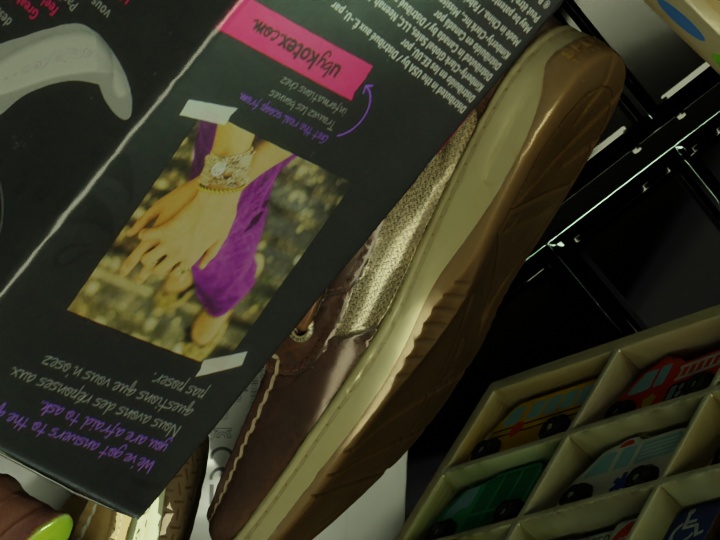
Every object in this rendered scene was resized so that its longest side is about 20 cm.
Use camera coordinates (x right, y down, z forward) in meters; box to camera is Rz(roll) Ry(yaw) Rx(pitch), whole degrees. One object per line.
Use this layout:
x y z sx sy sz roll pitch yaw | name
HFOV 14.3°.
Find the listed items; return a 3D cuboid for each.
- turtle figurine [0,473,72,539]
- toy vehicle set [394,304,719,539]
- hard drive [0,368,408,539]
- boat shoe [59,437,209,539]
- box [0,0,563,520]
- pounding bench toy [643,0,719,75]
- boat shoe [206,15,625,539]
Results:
-0.151 0.049 0.823 0.161 0.064 0.200 36 150 14 | turtle figurine
0.078 0.065 0.818 0.027 0.124 0.200 44 145 -17 | toy vehicle set
-0.084 0.026 0.902 0.199 0.025 0.133 1 110 -3 | hard drive
-0.106 0.117 0.895 0.076 0.072 0.201 23 123 0 | boat shoe
-0.059 -0.054 0.789 0.200 0.122 0.106 -50 141 5 | box
0.186 -0.116 0.806 0.156 0.124 0.200 41 89 -16 | pounding bench toy
0.000 0.000 0.856 0.072 0.072 0.200 38 115 16 | boat shoe
